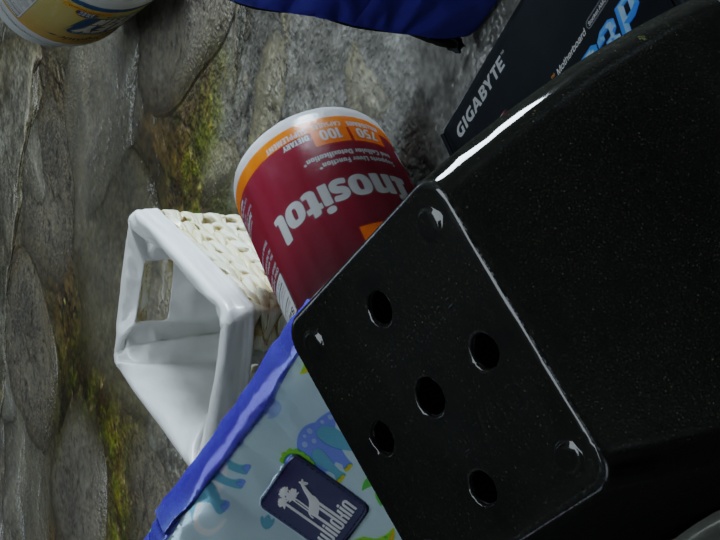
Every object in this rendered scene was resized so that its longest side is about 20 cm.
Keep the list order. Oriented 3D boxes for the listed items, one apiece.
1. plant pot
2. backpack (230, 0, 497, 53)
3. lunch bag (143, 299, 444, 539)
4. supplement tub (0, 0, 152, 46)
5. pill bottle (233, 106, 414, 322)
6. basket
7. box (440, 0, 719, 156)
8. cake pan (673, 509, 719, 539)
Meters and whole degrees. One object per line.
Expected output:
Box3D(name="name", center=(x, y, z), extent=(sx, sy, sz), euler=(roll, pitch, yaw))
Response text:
Box3D(name="plant pot", center=(0.093, 0.028, 0.647), extent=(0.200, 0.177, 0.200), euler=(60, 140, 13))
Box3D(name="backpack", center=(-0.012, -0.242, 0.861), extent=(0.168, 0.199, 0.163), euler=(-62, 40, 42))
Box3D(name="lunch bag", center=(0.008, 0.118, 0.787), extent=(0.170, 0.200, 0.128), euler=(-56, 29, 15))
Box3D(name="supplement tub", center=(-0.256, -0.289, 1.360), extent=(0.200, 0.144, 0.145), euler=(-13, 80, 61))
Box3D(name="pill bottle", center=(0.000, 0.000, 0.940), extent=(0.200, 0.113, 0.113), euler=(63, 142, 37))
Box3D(name="basket", center=(-0.089, 0.047, 1.093), extent=(0.200, 0.123, 0.136), euler=(41, 127, 54))
Box3D(name="box", center=(0.126, -0.079, 0.774), extent=(0.200, 0.046, 0.159), euler=(-59, 43, 45))
Box3D(name="cake pan", center=(0.178, 0.186, 0.607), extent=(0.200, 0.037, 0.201), euler=(-30, 39, 28))
